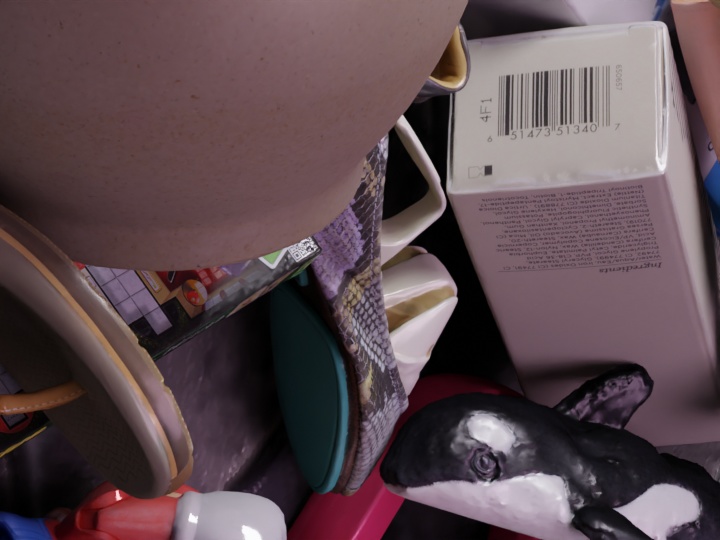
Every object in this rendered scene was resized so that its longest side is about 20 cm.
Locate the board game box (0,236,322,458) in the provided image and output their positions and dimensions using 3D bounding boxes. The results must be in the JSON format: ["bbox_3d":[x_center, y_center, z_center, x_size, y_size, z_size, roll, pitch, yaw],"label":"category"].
[{"bbox_3d":[-0.110,-0.003,0.886,0.200,0.105,0.023,-33,173,-40],"label":"board game box"}]

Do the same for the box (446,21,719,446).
[{"bbox_3d":[0.090,-0.007,1.089,0.200,0.082,0.068,68,21,-57],"label":"box"}]

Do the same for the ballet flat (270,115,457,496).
[{"bbox_3d":[0.000,0.000,1.012,0.072,0.072,0.200,-44,143,-32],"label":"ballet flat"}]

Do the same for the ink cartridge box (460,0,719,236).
[{"bbox_3d":[0.108,-0.126,1.110,0.146,0.086,0.200,-61,142,-14],"label":"ink cartridge box"}]

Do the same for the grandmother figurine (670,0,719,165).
[{"bbox_3d":[0.156,-0.021,1.071,0.121,0.061,0.200,-65,147,-68],"label":"grandmother figurine"}]

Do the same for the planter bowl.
[{"bbox_3d":[-0.058,-0.085,0.838,0.200,0.200,0.135,-32,135,-41],"label":"planter bowl"}]

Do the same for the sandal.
[{"bbox_3d":[-0.130,-0.001,0.813,0.200,0.080,0.054,44,71,-7],"label":"sandal"}]

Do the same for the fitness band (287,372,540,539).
[{"bbox_3d":[0.015,0.135,1.140,0.200,0.037,0.144,-59,138,-19],"label":"fitness band"}]

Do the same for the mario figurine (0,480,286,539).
[{"bbox_3d":[-0.099,0.116,0.922,0.200,0.123,0.106,8,85,-48],"label":"mario figurine"}]

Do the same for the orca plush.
[{"bbox_3d":[0.105,0.072,1.077,0.200,0.105,0.071,17,89,-12],"label":"orca plush"}]

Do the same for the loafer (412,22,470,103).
[{"bbox_3d":[-0.013,-0.139,0.963,0.073,0.072,0.200,-50,137,-26],"label":"loafer"}]
